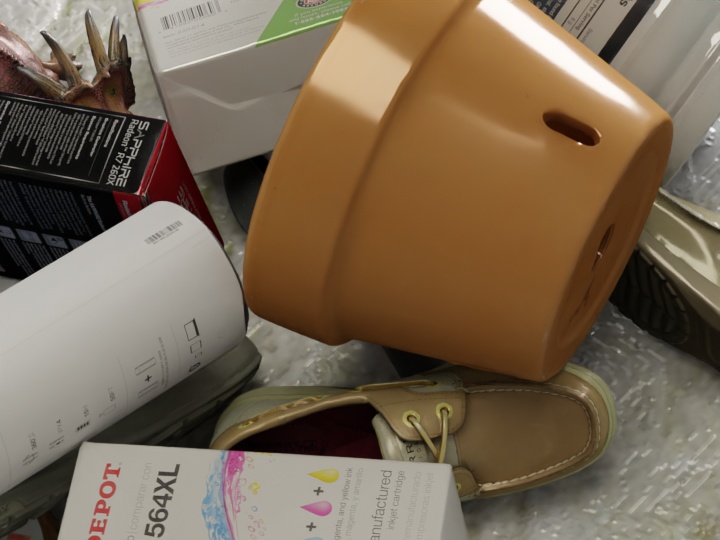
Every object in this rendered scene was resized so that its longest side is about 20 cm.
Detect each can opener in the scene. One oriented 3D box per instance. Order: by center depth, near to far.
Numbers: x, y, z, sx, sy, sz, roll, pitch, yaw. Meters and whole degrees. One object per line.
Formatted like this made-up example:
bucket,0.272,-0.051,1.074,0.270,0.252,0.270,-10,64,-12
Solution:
can opener,0.000,0.000,1.408,0.067,0.053,0.200,-50,52,17

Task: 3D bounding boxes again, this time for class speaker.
speaker,-0.150,0.048,1.253,0.200,0.081,0.081,-33,54,-28

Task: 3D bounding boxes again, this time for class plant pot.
plant pot,0.055,-0.040,1.275,0.140,0.200,0.200,26,62,14

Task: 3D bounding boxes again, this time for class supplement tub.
supplement tub,0.110,-0.150,1.397,0.200,0.140,0.140,37,66,3

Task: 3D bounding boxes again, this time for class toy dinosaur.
toy dinosaur,-0.196,-0.105,1.449,0.200,0.135,0.086,20,77,-20

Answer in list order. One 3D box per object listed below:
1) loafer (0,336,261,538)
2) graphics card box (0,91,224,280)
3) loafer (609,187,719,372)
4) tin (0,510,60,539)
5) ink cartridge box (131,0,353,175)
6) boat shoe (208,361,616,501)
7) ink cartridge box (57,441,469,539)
loafer,-0.134,0.067,1.333,0.200,0.070,0.070,-26,81,-38
graphics card box,-0.179,-0.042,1.417,0.200,0.126,0.051,9,64,18
loafer,0.180,0.006,1.350,0.068,0.076,0.200,-39,64,-20
tin,-0.238,0.150,1.346,0.199,0.042,0.112,2,59,12
ink cartridge box,-0.061,-0.139,1.480,0.117,0.067,0.200,-17,33,-2
boat shoe,0.022,0.086,1.308,0.200,0.074,0.066,-9,13,14
ink cartridge box,-0.057,0.166,1.243,0.199,0.125,0.129,3,55,12
